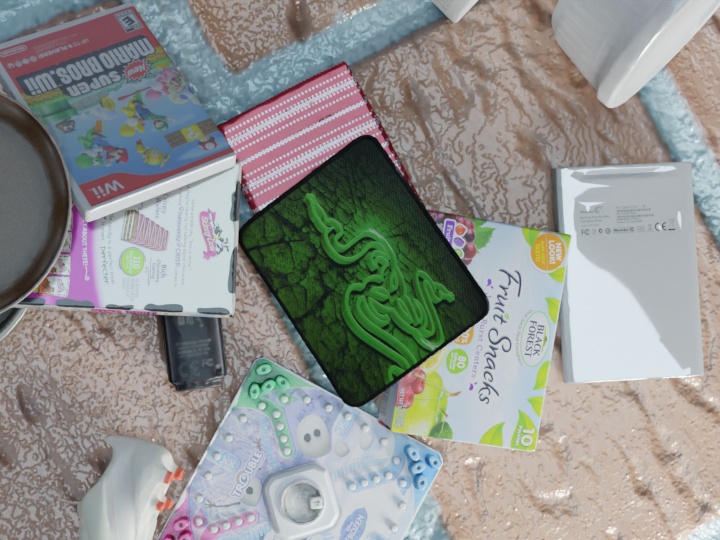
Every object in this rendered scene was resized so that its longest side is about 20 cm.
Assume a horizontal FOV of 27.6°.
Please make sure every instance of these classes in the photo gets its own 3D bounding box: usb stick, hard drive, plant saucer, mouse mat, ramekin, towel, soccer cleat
[{"bbox_3d":[-0.158,0.008,1.329,0.055,0.033,0.201,-7,89,-9],"label":"usb stick"},{"bbox_3d":[0.250,0.002,1.375,0.131,0.026,0.201,-3,89,-6],"label":"hard drive"},{"bbox_3d":[-0.336,-0.053,1.204,0.199,0.032,0.201,0,84,-3],"label":"plant saucer"},{"bbox_3d":[0.000,0.000,1.304,0.161,0.008,0.200,-37,80,11],"label":"mouse mat"},{"bbox_3d":[0.257,-0.248,1.304,0.202,0.202,0.094,-45,80,-5],"label":"ramekin"},{"bbox_3d":[-0.029,-0.073,1.350,0.144,0.022,0.201,-28,91,-6],"label":"towel"},{"bbox_3d":[-0.224,0.244,1.304,0.077,0.069,0.201,20,86,11],"label":"soccer cleat"}]

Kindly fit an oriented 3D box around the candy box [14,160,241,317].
[{"bbox_3d":[-0.206,-0.031,1.276,0.199,0.061,0.137,4,85,-7],"label":"candy box"}]

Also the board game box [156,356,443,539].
[{"bbox_3d":[-0.053,0.212,1.338,0.200,0.026,0.200,29,86,-5],"label":"board game box"}]

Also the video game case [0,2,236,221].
[{"bbox_3d":[-0.217,-0.142,1.269,0.143,0.017,0.200,-23,62,-24],"label":"video game case"}]

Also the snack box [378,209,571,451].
[{"bbox_3d":[0.104,0.054,1.333,0.142,0.053,0.201,9,91,-15],"label":"snack box"}]

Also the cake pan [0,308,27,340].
[{"bbox_3d":[-0.383,-0.014,1.303,0.199,0.037,0.201,0,88,-6],"label":"cake pan"}]

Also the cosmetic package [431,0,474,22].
[{"bbox_3d":[0.094,-0.349,1.281,0.167,0.200,0.166,44,84,-3],"label":"cosmetic package"}]
